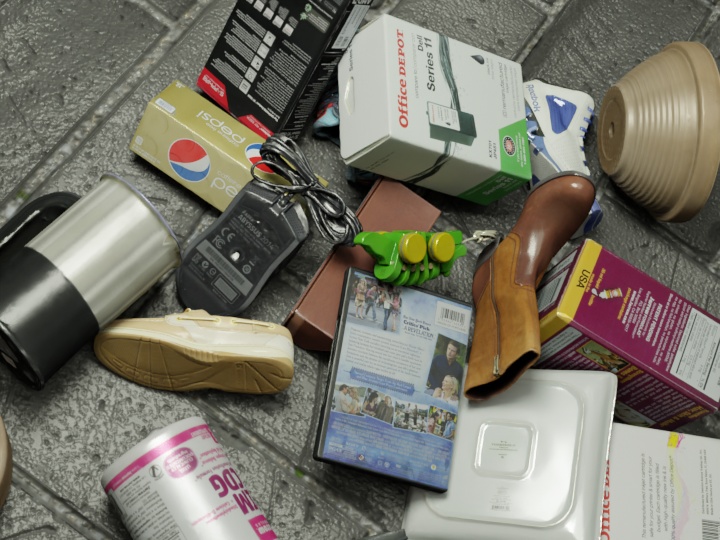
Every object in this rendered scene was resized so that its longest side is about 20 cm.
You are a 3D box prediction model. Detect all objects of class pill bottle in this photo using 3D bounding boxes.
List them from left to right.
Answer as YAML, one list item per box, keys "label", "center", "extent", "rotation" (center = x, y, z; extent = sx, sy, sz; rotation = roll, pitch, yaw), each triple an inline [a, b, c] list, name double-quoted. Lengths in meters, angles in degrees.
- label: "pill bottle"
  center: [-0.143, 0.247, 1.213]
  extent: [0.113, 0.113, 0.201]
  rotation: [-29, 78, -24]

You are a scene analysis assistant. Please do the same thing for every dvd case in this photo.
- label: "dvd case"
  center: [0.035, 0.108, 1.310]
  extent: [0.142, 0.018, 0.202]
  rotation: [17, 68, -17]

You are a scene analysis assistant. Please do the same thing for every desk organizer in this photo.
- label: "desk organizer"
  center: [0.000, 0.000, 1.383]
  extent: [0.077, 0.072, 0.201]
  rotation: [34, 63, -2]

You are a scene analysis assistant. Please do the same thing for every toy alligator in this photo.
- label: "toy alligator"
  center: [0.071, -0.013, 1.345]
  extent: [0.199, 0.059, 0.055]
  rotation: [-2, 95, -43]

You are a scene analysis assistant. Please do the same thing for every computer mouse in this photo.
- label: "computer mouse"
  center: [-0.103, -0.029, 1.339]
  extent: [0.200, 0.053, 0.139]
  rotation: [-42, 90, 13]

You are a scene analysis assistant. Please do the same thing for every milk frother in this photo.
- label: "milk frother"
  center: [-0.298, -0.030, 1.231]
  extent: [0.180, 0.201, 0.188]
  rotation: [36, 64, 21]

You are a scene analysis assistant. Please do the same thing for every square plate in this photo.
- label: "square plate"
  center: [0.148, 0.183, 1.316]
  extent: [0.198, 0.028, 0.200]
  rotation: [2, 62, 19]

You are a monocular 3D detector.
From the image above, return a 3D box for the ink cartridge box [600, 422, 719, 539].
- label: "ink cartridge box"
  center: [0.306, 0.245, 1.352]
  extent: [0.198, 0.084, 0.146]
  rotation: [10, 65, -11]

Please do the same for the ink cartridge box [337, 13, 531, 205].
- label: "ink cartridge box"
  center: [0.079, -0.169, 1.401]
  extent: [0.199, 0.083, 0.148]
  rotation: [12, 65, -35]

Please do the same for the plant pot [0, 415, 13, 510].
- label: "plant pot"
  center: [-0.406, 0.139, 1.135]
  extent: [0.198, 0.175, 0.202]
  rotation: [5, 56, -7]

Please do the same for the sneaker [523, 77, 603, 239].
- label: "sneaker"
  center: [0.234, -0.147, 1.505]
  extent: [0.115, 0.081, 0.200]
  rotation: [-26, 75, -21]

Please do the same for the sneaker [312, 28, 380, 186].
- label: "sneaker"
  center: [-0.013, -0.187, 1.456]
  extent: [0.095, 0.079, 0.201]
  rotation: [-19, 73, -20]

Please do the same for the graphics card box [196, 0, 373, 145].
- label: "graphics card box"
  center: [-0.080, -0.246, 1.391]
  extent: [0.125, 0.201, 0.051]
  rotation: [41, 28, 21]

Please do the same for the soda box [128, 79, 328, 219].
- label: "soda box"
  center: [-0.138, -0.110, 1.384]
  extent: [0.199, 0.068, 0.064]
  rotation: [35, 37, 2]

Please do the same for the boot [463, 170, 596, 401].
- label: "boot"
  center: [0.169, 0.012, 1.330]
  extent: [0.068, 0.188, 0.201]
  rotation: [37, 37, -19]

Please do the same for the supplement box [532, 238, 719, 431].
- label: "supplement box"
  center: [0.276, 0.075, 1.384]
  extent: [0.199, 0.131, 0.104]
  rotation: [31, 62, -7]

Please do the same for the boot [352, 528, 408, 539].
- label: "boot"
  center: [0.013, 0.354, 1.226]
  extent: [0.164, 0.065, 0.202]
  rotation: [-5, 77, -58]

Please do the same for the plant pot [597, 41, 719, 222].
- label: "plant pot"
  center: [0.323, -0.156, 1.468]
  extent: [0.092, 0.201, 0.202]
  rotation: [3, 66, -9]

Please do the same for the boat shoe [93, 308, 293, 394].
- label: "boat shoe"
  center: [-0.163, 0.075, 1.311]
  extent: [0.198, 0.074, 0.069]
  rotation: [9, 42, -3]
